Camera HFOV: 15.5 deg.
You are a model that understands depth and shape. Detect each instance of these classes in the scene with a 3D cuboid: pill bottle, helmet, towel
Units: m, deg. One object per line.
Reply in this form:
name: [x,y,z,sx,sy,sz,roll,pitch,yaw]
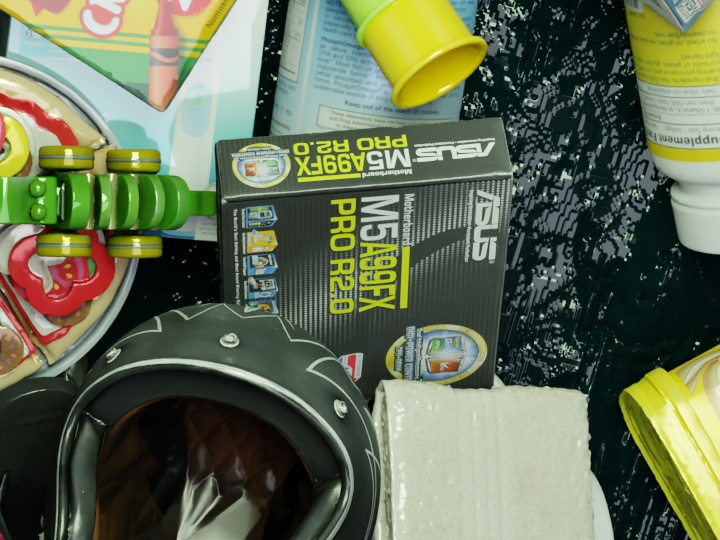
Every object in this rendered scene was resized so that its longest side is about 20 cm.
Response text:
pill bottle: [0.220,-0.119,1.568,0.114,0.114,0.201,-14,108,-9]
helmet: [-0.079,0.117,1.440,0.199,0.200,0.191,19,74,-17]
towel: [0.073,0.163,1.503,0.132,0.034,0.201,3,77,-22]
pill bottle: [0.010,-0.136,1.518,0.108,0.109,0.201,6,103,-14]

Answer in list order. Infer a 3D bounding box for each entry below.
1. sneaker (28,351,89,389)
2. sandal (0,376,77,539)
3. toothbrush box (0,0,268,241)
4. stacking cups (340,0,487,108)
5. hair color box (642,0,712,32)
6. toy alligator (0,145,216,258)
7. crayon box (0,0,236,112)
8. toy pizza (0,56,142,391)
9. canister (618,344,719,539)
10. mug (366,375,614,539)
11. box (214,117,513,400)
sneaker: [-0.218,0.042,1.528,0.111,0.077,0.200,-22,113,0]
sandal: [-0.184,0.140,1.526,0.075,0.045,0.200,-14,142,-15]
toothbrush box: [-0.132,-0.126,1.501,0.146,0.085,0.201,5,102,-13]
stacking cups: [-0.010,-0.182,1.433,0.060,0.061,0.200,-33,73,-2]
hair color box: [0.116,-0.225,1.469,0.200,0.100,0.061,42,94,21]
toy alligator: [-0.160,-0.037,1.411,0.199,0.054,0.060,1,90,-28]
crayon box: [-0.156,-0.191,1.409,0.200,0.051,0.127,32,95,-16]
toy pizza: [-0.219,-0.020,1.451,0.199,0.032,0.201,-3,107,-10]
canister: [0.282,0.091,1.637,0.200,0.087,0.149,-28,80,-6]
mug: [0.052,0.146,1.597,0.175,0.148,0.201,-7,76,-17]
box: [0.000,0.000,1.491,0.160,0.044,0.200,-4,142,-5]
